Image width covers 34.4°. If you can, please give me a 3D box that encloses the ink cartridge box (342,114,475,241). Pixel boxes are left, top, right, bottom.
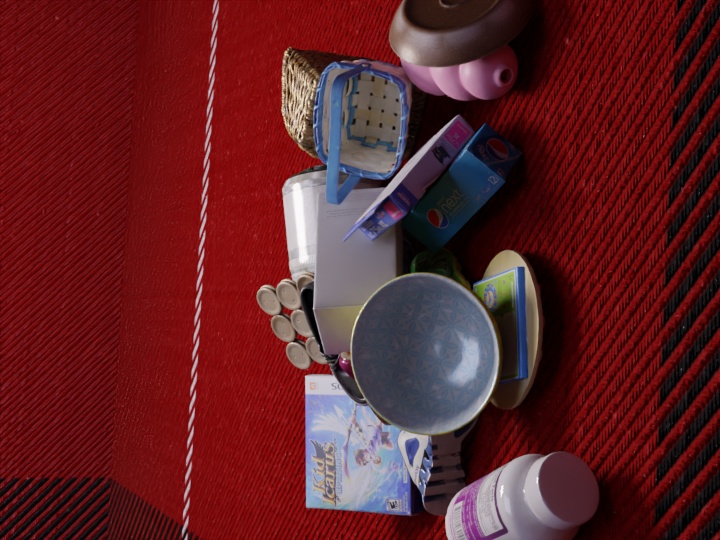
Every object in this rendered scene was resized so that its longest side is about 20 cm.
[{"bbox_3d":[0.064,-0.112,1.549,0.200,0.042,0.119,-48,5,-28],"label":"ink cartridge box"}]

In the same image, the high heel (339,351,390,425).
[{"bbox_3d":[0.019,0.163,1.586,0.067,0.200,0.097,6,84,27],"label":"high heel"}]

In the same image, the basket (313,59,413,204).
[{"bbox_3d":[-0.003,-0.202,1.623,0.200,0.138,0.178,-55,-26,-62],"label":"basket"}]

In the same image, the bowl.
[{"bbox_3d":[0.096,0.103,1.486,0.198,0.108,0.203,0,91,21],"label":"bowl"}]

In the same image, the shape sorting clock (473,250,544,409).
[{"bbox_3d":[0.188,0.075,1.483,0.200,0.039,0.203,-177,90,-69],"label":"shape sorting clock"}]

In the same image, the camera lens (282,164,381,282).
[{"bbox_3d":[-0.039,-0.061,1.842,0.160,0.158,0.203,-15,79,64],"label":"camera lens"}]

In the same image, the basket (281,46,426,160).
[{"bbox_3d":[-0.021,-0.247,1.801,0.149,0.198,0.144,50,132,53],"label":"basket"}]

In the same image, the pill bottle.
[{"bbox_3d":[0.191,0.281,1.364,0.200,0.111,0.113,135,133,-54],"label":"pill bottle"}]

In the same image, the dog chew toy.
[{"bbox_3d":[0.138,-0.286,1.564,0.200,0.123,0.126,37,120,52],"label":"dog chew toy"}]

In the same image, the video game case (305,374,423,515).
[{"bbox_3d":[0.003,0.256,1.728,0.180,0.045,0.203,-3,86,30],"label":"video game case"}]

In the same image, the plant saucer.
[{"bbox_3d":[0.127,-0.344,1.519,0.037,0.199,0.201,63,180,-43],"label":"plant saucer"}]

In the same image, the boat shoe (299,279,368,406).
[{"bbox_3d":[-0.033,0.105,1.683,0.069,0.066,0.202,-23,85,26],"label":"boat shoe"}]

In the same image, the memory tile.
[{"bbox_3d":[-0.068,0.074,1.788,0.199,0.017,0.154,-15,109,45],"label":"memory tile"}]

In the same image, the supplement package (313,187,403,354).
[{"bbox_3d":[0.000,0.000,1.619,0.117,0.116,0.202,80,-172,-53],"label":"supplement package"}]

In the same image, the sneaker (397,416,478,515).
[{"bbox_3d":[0.098,0.224,1.610,0.115,0.080,0.202,34,119,59],"label":"sneaker"}]

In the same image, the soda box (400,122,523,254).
[{"bbox_3d":[0.134,-0.108,1.571,0.064,0.068,0.200,-53,3,-38],"label":"soda box"}]

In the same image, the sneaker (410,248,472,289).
[{"bbox_3d":[0.098,0.016,1.623,0.200,0.083,0.075,-121,38,-68],"label":"sneaker"}]

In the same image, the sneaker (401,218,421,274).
[{"bbox_3d":[0.048,-0.030,1.740,0.073,0.081,0.202,-25,65,37],"label":"sneaker"}]
